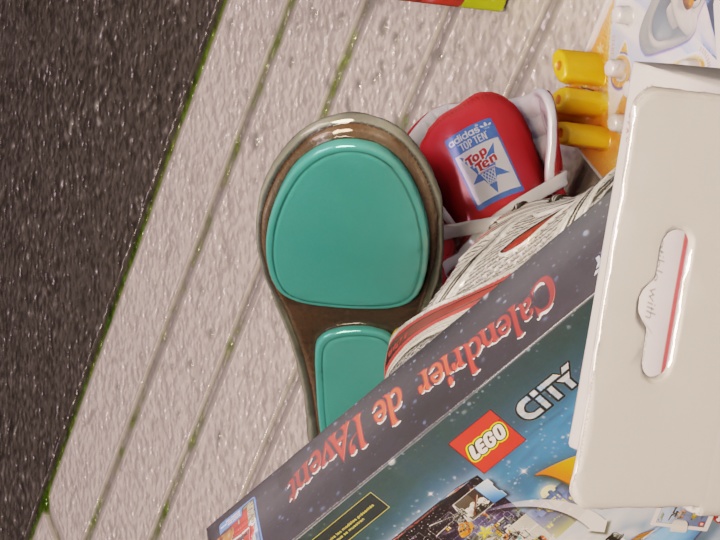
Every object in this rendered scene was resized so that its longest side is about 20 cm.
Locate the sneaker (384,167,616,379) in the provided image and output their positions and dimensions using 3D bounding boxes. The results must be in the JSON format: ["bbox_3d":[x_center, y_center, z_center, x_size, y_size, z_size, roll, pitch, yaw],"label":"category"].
[{"bbox_3d":[0.080,-0.005,0.796,0.200,0.078,0.082,-38,34,16],"label":"sneaker"}]

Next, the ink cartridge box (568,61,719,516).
[{"bbox_3d":[0.132,0.005,0.677,0.068,0.199,0.116,24,108,58],"label":"ink cartridge box"}]

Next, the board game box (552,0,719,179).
[{"bbox_3d":[0.141,-0.083,0.848,0.200,0.026,0.201,58,136,46],"label":"board game box"}]

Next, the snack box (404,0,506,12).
[{"bbox_3d":[-0.010,-0.198,0.952,0.068,0.199,0.169,58,135,45],"label":"snack box"}]

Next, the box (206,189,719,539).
[{"bbox_3d":[0.068,0.070,0.771,0.200,0.136,0.038,-40,32,17],"label":"box"}]

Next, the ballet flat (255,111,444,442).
[{"bbox_3d":[0.000,0.000,0.873,0.201,0.067,0.064,86,-170,-48],"label":"ballet flat"}]

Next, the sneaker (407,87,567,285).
[{"bbox_3d":[0.068,0.004,0.885,0.200,0.071,0.113,47,156,57],"label":"sneaker"}]
